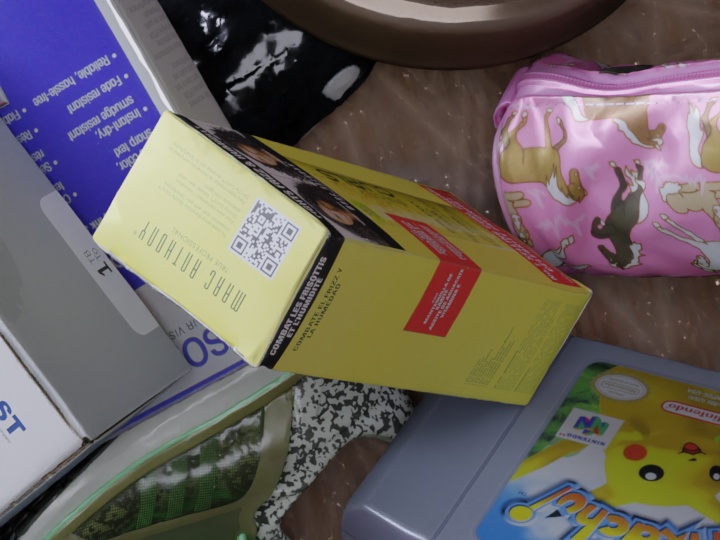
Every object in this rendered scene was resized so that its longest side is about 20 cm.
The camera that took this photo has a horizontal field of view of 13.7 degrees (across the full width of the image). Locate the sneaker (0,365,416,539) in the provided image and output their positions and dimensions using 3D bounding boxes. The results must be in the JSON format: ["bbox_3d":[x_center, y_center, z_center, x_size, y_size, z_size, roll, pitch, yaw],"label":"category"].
[{"bbox_3d":[-0.059,0.086,1.081,0.200,0.077,0.089,-39,97,3],"label":"sneaker"}]

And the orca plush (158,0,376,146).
[{"bbox_3d":[-0.086,-0.068,1.085,0.199,0.071,0.106,-6,87,2],"label":"orca plush"}]

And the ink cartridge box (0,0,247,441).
[{"bbox_3d":[-0.138,-0.027,1.057,0.197,0.043,0.201,-27,93,28],"label":"ink cartridge box"}]

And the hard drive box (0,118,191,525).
[{"bbox_3d":[-0.183,0.038,1.030,0.200,0.077,0.156,-38,89,30],"label":"hard drive box"}]

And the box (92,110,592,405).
[{"bbox_3d":[0.000,0.000,0.972,0.075,0.200,0.050,36,100,27],"label":"box"}]

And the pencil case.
[{"bbox_3d":[0.138,-0.040,1.023,0.199,0.083,0.087,-4,92,41],"label":"pencil case"}]

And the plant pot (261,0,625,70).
[{"bbox_3d":[0.033,-0.191,1.015,0.199,0.175,0.202,1,73,-4],"label":"plant pot"}]

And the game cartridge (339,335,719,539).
[{"bbox_3d":[0.101,0.084,1.022,0.199,0.041,0.134,14,43,22],"label":"game cartridge"}]
